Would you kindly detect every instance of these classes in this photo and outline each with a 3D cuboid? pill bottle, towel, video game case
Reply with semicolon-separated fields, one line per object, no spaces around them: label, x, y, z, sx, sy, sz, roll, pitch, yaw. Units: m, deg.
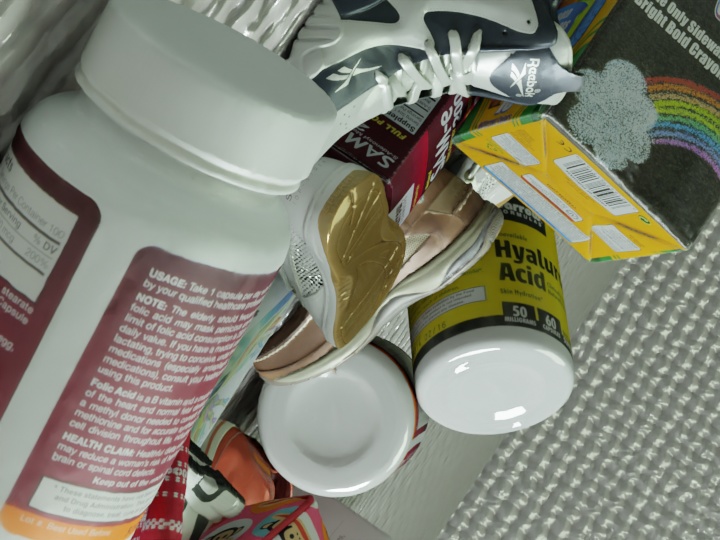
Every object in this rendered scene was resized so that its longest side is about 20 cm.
pill bottle;0.086;0.005;1.455;0.112;0.111;0.201;110;-20;-49
towel;-0.087;0.051;0.919;0.145;0.022;0.201;124;-30;-73
pill bottle;-0.007;0.100;1.482;0.110;0.109;0.200;-58;174;3
pill bottle;-0.097;0.003;0.793;0.201;0.114;0.114;-60;169;15
video game case;-0.109;0.078;1.204;0.201;0.022;0.182;-58;170;1

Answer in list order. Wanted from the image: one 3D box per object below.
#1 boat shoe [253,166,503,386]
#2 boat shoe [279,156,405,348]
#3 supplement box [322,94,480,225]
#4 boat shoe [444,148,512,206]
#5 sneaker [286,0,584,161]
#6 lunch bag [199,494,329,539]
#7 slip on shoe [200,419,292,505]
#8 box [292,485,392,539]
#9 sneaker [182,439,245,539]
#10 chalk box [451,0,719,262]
boat shoe;0.000;0.000;1.327;0.200;0.072;0.076;-38;-168;22
boat shoe;-0.021;-0.019;1.191;0.071;0.069;0.200;-53;163;-18
supplement box;0.048;-0.123;1.239;0.200;0.061;0.109;-54;169;-16
boat shoe;0.040;-0.050;1.385;0.200;0.071;0.069;-46;130;11
sneaker;0.047;-0.110;1.081;0.199;0.129;0.080;-52;168;-25
lunch bag;-0.117;0.203;1.146;0.199;0.082;0.176;-22;-174;31
slip on shoe;-0.088;0.144;1.389;0.074;0.061;0.200;-56;168;1
box;-0.097;0.274;1.525;0.200;0.130;0.199;-49;166;-37
sneaker;-0.122;0.111;1.059;0.080;0.074;0.200;-42;153;-4
chalk box;0.172;-0.122;1.211;0.200;0.125;0.124;-54;-164;-17
